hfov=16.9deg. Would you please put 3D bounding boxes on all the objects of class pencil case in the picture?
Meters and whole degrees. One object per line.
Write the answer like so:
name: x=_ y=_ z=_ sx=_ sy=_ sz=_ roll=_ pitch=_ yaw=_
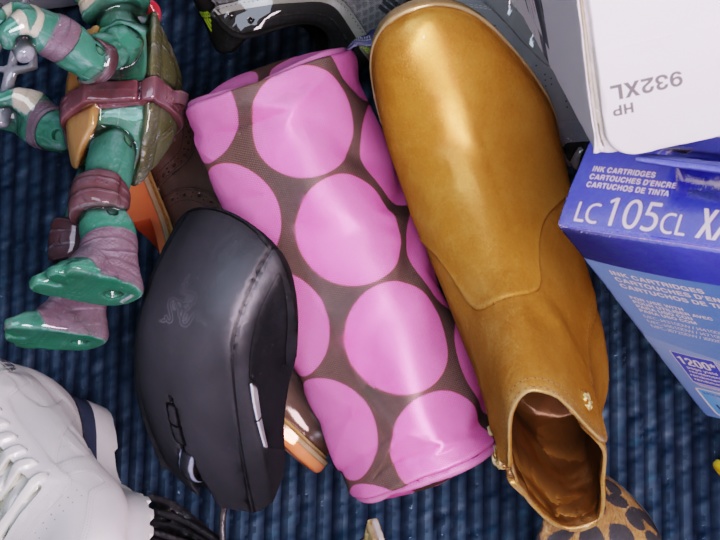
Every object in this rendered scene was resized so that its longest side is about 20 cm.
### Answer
pencil case: x=0.000 y=0.000 z=1.074 sx=0.091 sy=0.094 sz=0.200 roll=-21 pitch=88 yaw=14

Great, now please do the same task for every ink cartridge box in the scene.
ink cartridge box: x=0.167 y=-0.006 z=0.922 sx=0.136 sy=0.200 sz=0.076 roll=9 pitch=65 yaw=34
ink cartridge box: x=0.131 y=-0.135 z=0.918 sx=0.145 sy=0.084 sz=0.200 roll=-13 pitch=30 yaw=-3

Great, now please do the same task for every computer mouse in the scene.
computer mouse: x=-0.047 y=0.080 z=1.047 sx=0.140 sy=0.046 sz=0.200 roll=29 pitch=128 yaw=28

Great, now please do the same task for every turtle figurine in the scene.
turtle figurine: x=-0.127 y=-0.072 z=1.083 sx=0.101 sy=0.150 sz=0.200 roll=-2 pitch=68 yaw=-3

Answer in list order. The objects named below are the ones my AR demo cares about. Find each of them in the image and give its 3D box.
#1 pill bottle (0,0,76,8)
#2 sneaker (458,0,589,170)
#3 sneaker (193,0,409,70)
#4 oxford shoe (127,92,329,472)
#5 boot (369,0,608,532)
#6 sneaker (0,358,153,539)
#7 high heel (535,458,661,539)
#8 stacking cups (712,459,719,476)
pill bottle: x=-0.164 y=-0.241 z=1.204 sx=0.112 sy=0.112 sz=0.200 roll=-4 pitch=75 yaw=18
sneaker: x=0.081 y=-0.055 z=1.099 sx=0.116 sy=0.075 sz=0.200 roll=-50 pitch=58 yaw=8
sneaker: x=-0.065 y=-0.150 z=1.134 sx=0.200 sy=0.074 sz=0.088 roll=23 pitch=94 yaw=-16
oxford shoe: x=-0.052 y=0.000 z=1.124 sx=0.073 sy=0.071 sz=0.200 roll=-31 pitch=67 yaw=4
boot: x=0.061 y=-0.001 z=0.996 sx=0.071 sy=0.201 sz=0.144 roll=-19 pitch=35 yaw=10
sneaker: x=-0.148 y=0.097 z=1.069 sx=0.076 sy=0.080 sz=0.200 roll=-49 pitch=25 yaw=3
high heel: x=0.042 y=0.170 z=1.037 sx=0.200 sy=0.071 sz=0.143 roll=-16 pitch=76 yaw=-4
stacking cups: x=0.240 y=0.034 z=1.028 sx=0.200 sy=0.061 sz=0.061 roll=-44 pitch=66 yaw=-2
